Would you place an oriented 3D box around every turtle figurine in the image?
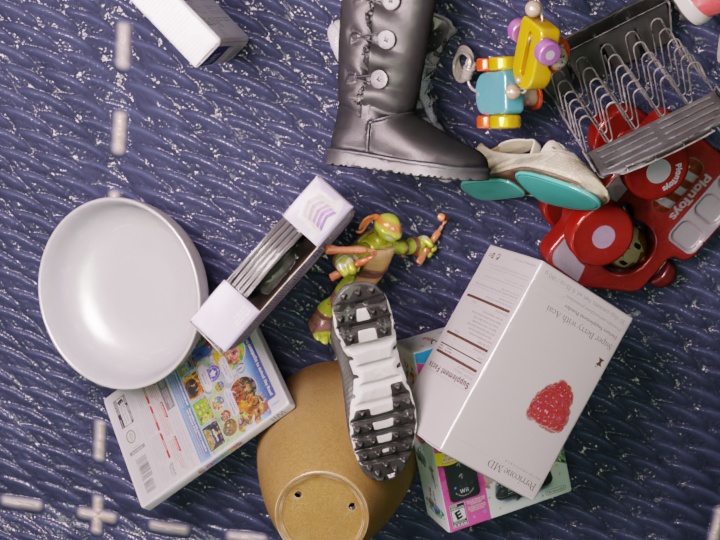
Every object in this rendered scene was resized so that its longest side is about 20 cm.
[{"bbox_3d":[0.000,0.000,1.226,0.064,0.199,0.162,40,122,23],"label":"turtle figurine"}]

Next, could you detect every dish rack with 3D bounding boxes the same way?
[{"bbox_3d":[0.257,-0.173,1.143,0.153,0.201,0.055,-27,126,9],"label":"dish rack"}]

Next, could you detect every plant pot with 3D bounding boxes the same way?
[{"bbox_3d":[-0.029,0.214,1.242,0.185,0.200,0.188,1,103,3],"label":"plant pot"}]

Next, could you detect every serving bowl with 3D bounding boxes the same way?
[{"bbox_3d":[-0.242,0.022,1.271,0.198,0.066,0.202,2,96,22],"label":"serving bowl"}]

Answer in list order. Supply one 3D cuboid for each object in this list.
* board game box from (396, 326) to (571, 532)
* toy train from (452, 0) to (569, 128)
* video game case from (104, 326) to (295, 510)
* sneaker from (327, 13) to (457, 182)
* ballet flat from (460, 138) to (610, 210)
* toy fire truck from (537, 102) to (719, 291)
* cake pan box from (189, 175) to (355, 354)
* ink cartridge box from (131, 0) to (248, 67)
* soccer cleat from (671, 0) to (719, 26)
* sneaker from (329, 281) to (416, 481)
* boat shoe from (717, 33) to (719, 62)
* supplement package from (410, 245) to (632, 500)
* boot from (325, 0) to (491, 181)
[{"bbox_3d":[0.129,0.155,1.265,0.146,0.064,0.202,-16,102,-15],"label":"board game box"},{"bbox_3d":[0.154,-0.226,1.145,0.055,0.151,0.200,-4,148,-20],"label":"toy train"},{"bbox_3d":[-0.177,0.143,1.286,0.199,0.018,0.144,-36,57,11],"label":"video game case"},{"bbox_3d":[0.063,-0.193,1.206,0.114,0.076,0.201,-36,95,14],"label":"sneaker"},{"bbox_3d":[0.170,-0.102,1.171,0.067,0.199,0.063,35,76,-35],"label":"ballet flat"},{"bbox_3d":[0.286,-0.060,1.212,0.167,0.112,0.200,32,105,-22],"label":"toy fire truck"},{"bbox_3d":[-0.082,-0.004,1.180,0.052,0.200,0.184,40,91,0],"label":"cake pan box"},{"bbox_3d":[-0.198,-0.280,1.145,0.043,0.196,0.200,-43,96,10],"label":"ink cartridge box"},{"bbox_3d":[0.301,-0.336,1.146,0.073,0.068,0.201,-30,90,37],"label":"soccer cleat"},{"bbox_3d":[0.010,0.100,1.156,0.066,0.091,0.202,-11,102,-5],"label":"sneaker"},{"bbox_3d":[0.400,-0.294,1.160,0.061,0.075,0.202,12,105,3],"label":"boat shoe"},{"bbox_3d":[0.147,0.097,1.164,0.121,0.120,0.201,30,88,-21],"label":"supplement package"},{"bbox_3d":[0.055,-0.192,1.144,0.163,0.066,0.202,8,94,8],"label":"boot"}]
